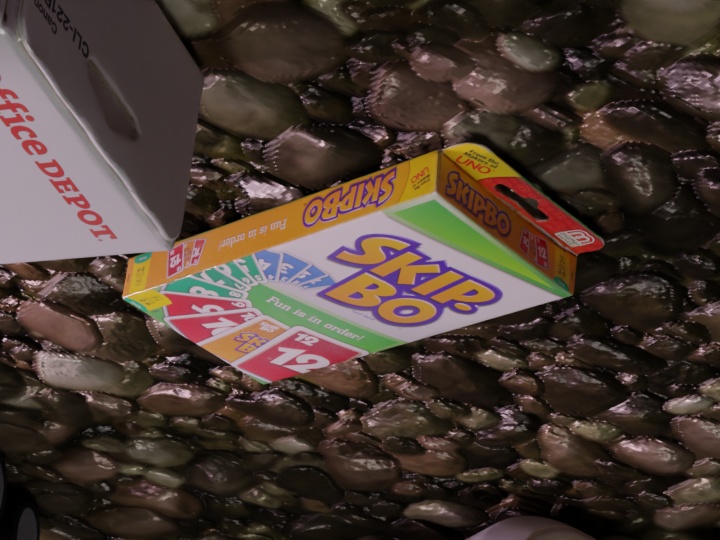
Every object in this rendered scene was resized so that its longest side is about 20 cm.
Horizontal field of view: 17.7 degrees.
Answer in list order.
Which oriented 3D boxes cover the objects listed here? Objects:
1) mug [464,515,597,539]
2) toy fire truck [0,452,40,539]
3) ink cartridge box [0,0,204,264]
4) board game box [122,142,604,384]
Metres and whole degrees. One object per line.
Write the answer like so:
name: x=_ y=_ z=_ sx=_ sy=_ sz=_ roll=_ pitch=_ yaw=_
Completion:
mug: x=0.084 y=0.197 z=1.244 sx=0.149 sy=0.187 sz=0.153 roll=45 pitch=136 yaw=1
toy fire truck: x=-0.231 y=0.186 z=1.197 sx=0.127 sy=0.202 sz=0.176 roll=2 pitch=150 yaw=11
ink cartridge box: x=-0.175 y=-0.070 z=0.852 sx=0.198 sy=0.084 sz=0.145 roll=-3 pitch=148 yaw=21
board game box: x=0.000 y=0.000 z=0.995 sx=0.199 sy=0.030 sz=0.095 roll=-20 pitch=141 yaw=36
